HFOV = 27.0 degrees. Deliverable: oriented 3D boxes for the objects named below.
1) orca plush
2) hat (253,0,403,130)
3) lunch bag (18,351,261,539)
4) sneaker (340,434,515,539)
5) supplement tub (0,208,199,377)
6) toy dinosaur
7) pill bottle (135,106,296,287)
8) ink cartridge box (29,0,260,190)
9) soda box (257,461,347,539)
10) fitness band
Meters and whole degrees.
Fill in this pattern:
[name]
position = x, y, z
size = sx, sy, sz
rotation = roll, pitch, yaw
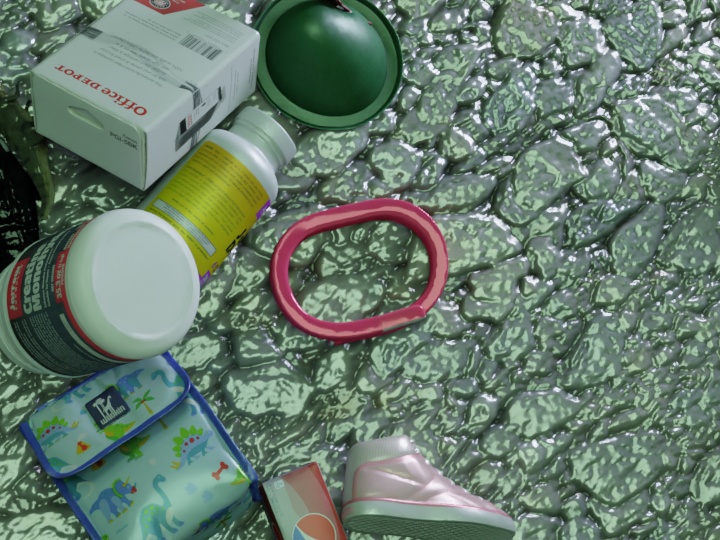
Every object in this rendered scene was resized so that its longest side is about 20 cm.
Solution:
[orca plush]
position = -0.372, -0.053, 1.524
size = 0.104, 0.071, 0.202
rotation = 1, 78, -11
[hat]
position = -0.033, -0.256, 1.580
size = 0.198, 0.176, 0.167
rotation = 14, 76, -8
[lunch bag]
position = -0.218, 0.185, 1.485
size = 0.169, 0.128, 0.201
rotation = -33, 73, -13
[sneaker]
position = 0.071, 0.225, 1.554
size = 0.198, 0.075, 0.106
rotation = 13, 53, -23
[supplement tub]
position = -0.260, 0.027, 1.446
size = 0.139, 0.199, 0.142
rotation = 11, 73, -38
[toy dinosaur]
position = -0.331, -0.144, 1.552
size = 0.088, 0.048, 0.201
rotation = -24, 68, -18
[pill bottle]
position = -0.155, -0.074, 1.555
size = 0.104, 0.104, 0.200
rotation = 40, 74, -1
[ink cartridge box]
position = -0.217, -0.191, 1.523
size = 0.146, 0.083, 0.200
rotation = 28, 49, 17
[soda box]
position = -0.039, 0.300, 1.518
size = 0.063, 0.070, 0.202
rotation = -21, 83, -14
[fitness band]
position = 0.000, 0.000, 1.610
size = 0.198, 0.037, 0.145
rotation = -13, 79, -15
